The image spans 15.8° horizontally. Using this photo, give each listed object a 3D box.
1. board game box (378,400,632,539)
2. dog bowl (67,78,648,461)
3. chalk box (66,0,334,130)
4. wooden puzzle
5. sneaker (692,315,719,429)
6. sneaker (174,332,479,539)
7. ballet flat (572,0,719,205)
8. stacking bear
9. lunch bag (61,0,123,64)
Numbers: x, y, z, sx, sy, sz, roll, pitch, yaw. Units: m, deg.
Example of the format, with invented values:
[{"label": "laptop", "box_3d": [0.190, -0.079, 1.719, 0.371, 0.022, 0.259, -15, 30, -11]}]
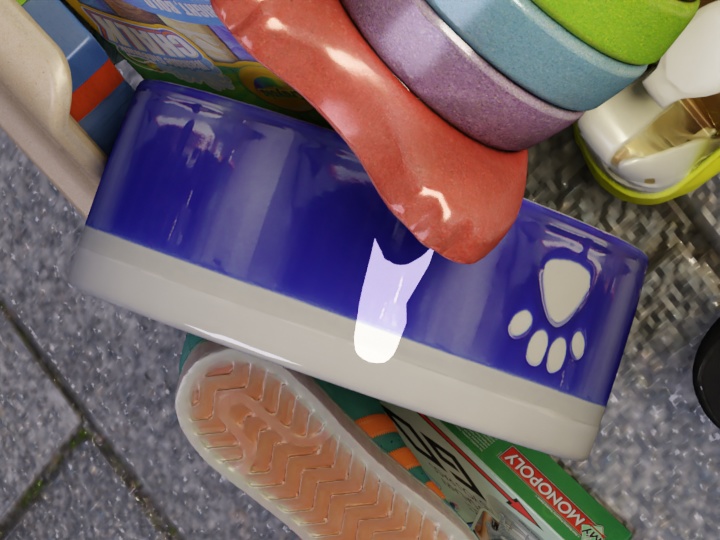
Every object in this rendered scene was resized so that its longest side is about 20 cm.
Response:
[{"label": "board game box", "box_3d": [0.022, 0.090, 1.141, 0.200, 0.029, 0.135, 43, 145, 20]}, {"label": "dog bowl", "box_3d": [0.000, 0.000, 0.936, 0.200, 0.200, 0.079, 18, 89, 44]}, {"label": "chalk box", "box_3d": [-0.036, -0.133, 0.902, 0.124, 0.125, 0.200, 18, 159, 44]}, {"label": "wooden puzzle", "box_3d": [-0.145, -0.105, 0.993, 0.185, 0.046, 0.200, 46, 172, 14]}, {"label": "sneaker", "box_3d": [0.168, 0.044, 0.854, 0.200, 0.087, 0.076, -3, 116, 54]}, {"label": "sneaker", "box_3d": [-0.002, 0.088, 1.091, 0.071, 0.080, 0.200, -32, 112, 16]}, {"label": "ballet flat", "box_3d": [0.109, -0.065, 0.854, 0.067, 0.067, 0.200, 53, 148, 2]}, {"label": "stacking bear", "box_3d": [0.070, -0.118, 0.778, 0.122, 0.114, 0.200, 47, 112, 2]}, {"label": "lunch bag", "box_3d": [-0.147, -0.178, 1.079, 0.200, 0.077, 0.161, 38, 144, 25]}]
